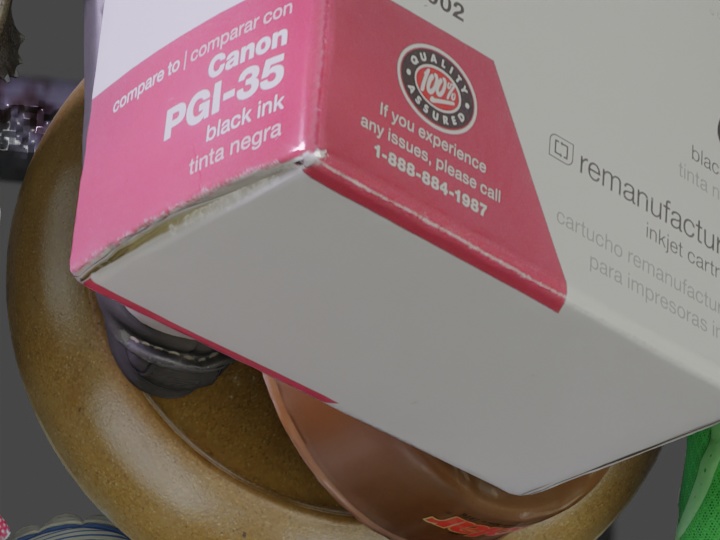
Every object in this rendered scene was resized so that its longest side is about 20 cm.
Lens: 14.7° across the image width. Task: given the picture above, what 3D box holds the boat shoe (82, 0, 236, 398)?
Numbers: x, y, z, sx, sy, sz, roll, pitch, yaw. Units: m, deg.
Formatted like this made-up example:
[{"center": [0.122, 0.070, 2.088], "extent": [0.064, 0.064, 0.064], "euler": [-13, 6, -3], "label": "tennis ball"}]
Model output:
[{"center": [-0.048, -0.061, 0.768], "extent": [0.066, 0.057, 0.201], "euler": [9, 62, -12], "label": "boat shoe"}]

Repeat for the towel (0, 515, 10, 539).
[{"center": [-0.187, 0.013, 0.738], "extent": [0.146, 0.030, 0.201], "euler": [-26, 88, 29], "label": "towel"}]

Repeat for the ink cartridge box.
[{"center": [0.020, -0.070, 0.660], "extent": [0.146, 0.083, 0.201], "euler": [27, 54, -35], "label": "ink cartridge box"}]

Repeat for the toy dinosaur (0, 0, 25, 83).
[{"center": [-0.125, -0.017, 0.754], "extent": [0.076, 0.102, 0.201], "euler": [9, 79, -12], "label": "toy dinosaur"}]

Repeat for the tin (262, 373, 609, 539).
[{"center": [0.017, -0.027, 0.738], "extent": [0.112, 0.042, 0.201], "euler": [6, 68, -39], "label": "tin"}]

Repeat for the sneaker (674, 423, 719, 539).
[{"center": [0.100, -0.013, 0.748], "extent": [0.083, 0.074, 0.201], "euler": [7, 81, 4], "label": "sneaker"}]

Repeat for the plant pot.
[{"center": [0.000, 0.000, 0.790], "extent": [0.199, 0.028, 0.201], "euler": [3, 68, -8], "label": "plant pot"}]

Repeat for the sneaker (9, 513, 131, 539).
[{"center": [-0.134, 0.134, 0.755], "extent": [0.200, 0.089, 0.079], "euler": [-35, 94, -9], "label": "sneaker"}]
